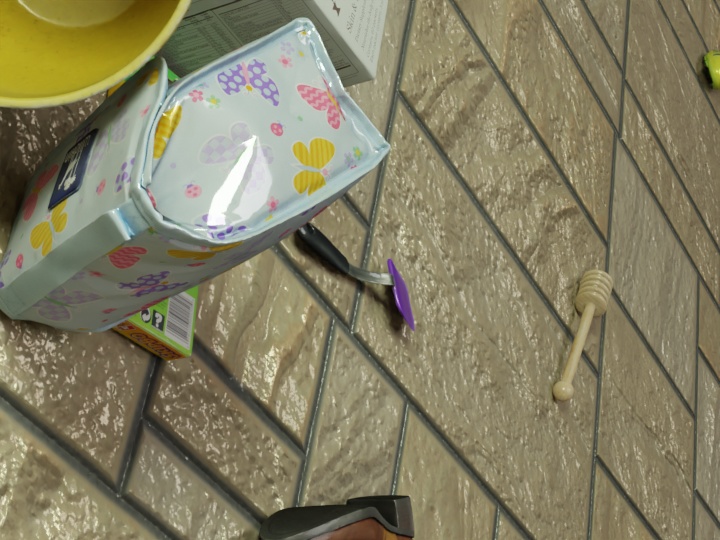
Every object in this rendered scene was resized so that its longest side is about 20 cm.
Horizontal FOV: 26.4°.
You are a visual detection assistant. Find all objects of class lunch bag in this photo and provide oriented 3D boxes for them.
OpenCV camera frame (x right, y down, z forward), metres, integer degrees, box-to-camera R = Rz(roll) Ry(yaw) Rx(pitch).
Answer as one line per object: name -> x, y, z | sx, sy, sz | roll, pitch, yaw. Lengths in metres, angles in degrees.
lunch bag -> -0.112, -0.051, 0.917 | 0.200, 0.170, 0.127 | -37, 95, -44

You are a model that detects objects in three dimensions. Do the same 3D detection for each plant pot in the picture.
plant pot -> -0.179, -0.194, 0.896 | 0.142, 0.200, 0.200 | -64, 140, -84

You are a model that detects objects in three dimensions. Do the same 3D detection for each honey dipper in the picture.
honey dipper -> 0.246, 0.075, 1.708 | 0.038, 0.038, 0.200 | 60, 35, -30

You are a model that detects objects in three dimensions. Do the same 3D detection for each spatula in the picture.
spatula -> 0.000, 0.000, 1.293 | 0.200, 0.021, 0.057 | 31, 40, -51

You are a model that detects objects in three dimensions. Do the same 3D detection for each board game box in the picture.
board game box -> -0.142, -0.048, 1.046 | 0.096, 0.030, 0.200 | 38, 49, -49

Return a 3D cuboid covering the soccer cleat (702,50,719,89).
soccer cleat -> 0.615, -0.335, 2.506 | 0.200, 0.084, 0.065 | -17, 95, -62

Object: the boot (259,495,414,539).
boot -> -0.013, 0.274, 1.143 | 0.188, 0.068, 0.200 | 11, 77, -68

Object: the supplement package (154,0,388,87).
supplement package -> -0.091, -0.234, 1.084 | 0.200, 0.151, 0.152 | 48, 40, -43
